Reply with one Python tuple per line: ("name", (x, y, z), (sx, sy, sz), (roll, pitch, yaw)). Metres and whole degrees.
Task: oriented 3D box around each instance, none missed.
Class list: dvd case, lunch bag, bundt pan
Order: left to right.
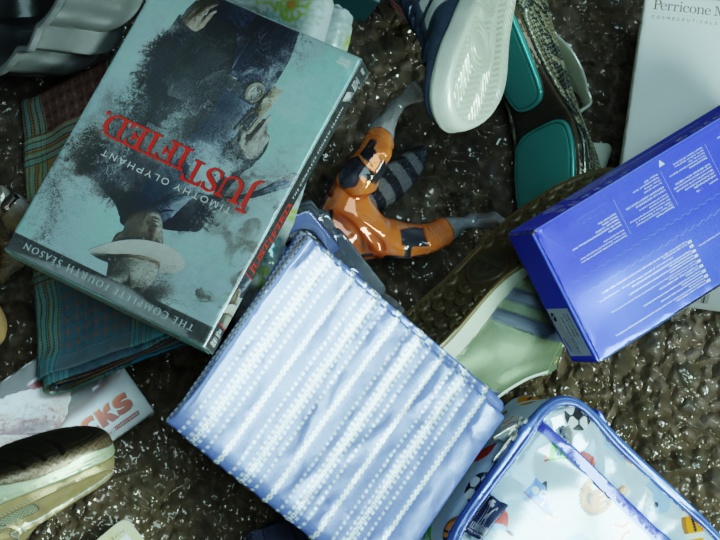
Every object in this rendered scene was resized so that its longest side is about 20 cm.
("bundt pan", (-0.187, -0.211, 1.443), (0.075, 0.201, 0.203), (14, 74, -35))
("dvd case", (-0.104, -0.067, 1.374), (0.145, 0.022, 0.201), (25, 79, 17))
("lunch bag", (0.140, 0.179, 1.490), (0.200, 0.075, 0.160), (45, 73, -16))

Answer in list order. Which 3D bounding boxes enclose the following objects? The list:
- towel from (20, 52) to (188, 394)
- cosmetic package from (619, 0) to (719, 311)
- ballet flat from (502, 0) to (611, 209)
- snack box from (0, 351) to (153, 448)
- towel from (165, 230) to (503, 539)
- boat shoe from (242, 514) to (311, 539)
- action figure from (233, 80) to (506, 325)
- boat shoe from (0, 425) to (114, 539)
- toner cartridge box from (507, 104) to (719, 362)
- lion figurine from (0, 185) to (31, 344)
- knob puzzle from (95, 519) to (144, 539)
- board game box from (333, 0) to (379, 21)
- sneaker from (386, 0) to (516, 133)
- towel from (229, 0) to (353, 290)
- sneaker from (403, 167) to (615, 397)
("towel", (-0.158, -0.036, 1.429), (0.022, 0.146, 0.201), (14, 61, -49))
("cosmetic package", (0.231, -0.080, 1.567), (0.107, 0.085, 0.201), (6, 77, 7))
("ballet flat", (0.134, -0.105, 1.574), (0.075, 0.068, 0.201), (-7, 78, -42))
("snack box", (-0.231, 0.117, 1.443), (0.200, 0.024, 0.072), (-35, 91, -19))
("towel", (-0.011, 0.088, 1.398), (0.200, 0.024, 0.145), (42, 77, -30))
("boat shoe", (-0.011, 0.240, 1.460), (0.092, 0.075, 0.201), (-16, 78, -7))
("action figure", (0.000, 0.000, 1.514), (0.193, 0.105, 0.201), (-37, 119, -13))
("boat shoe", (-0.236, 0.161, 1.393), (0.199, 0.072, 0.077), (-22, 102, -12))
("toner cartridge box", (0.200, -0.031, 1.461), (0.199, 0.043, 0.095), (-30, 100, -18))
("lion figurine", (-0.243, 0.003, 1.378), (0.072, 0.200, 0.123), (-22, 127, 10))
("knob puzzle", (-0.152, 0.287, 1.427), (0.218, 0.030, 0.221), (3, 78, -15))
("board game box", (-0.072, -0.271, 1.555), (0.199, 0.047, 0.152), (14, 76, -12))
("sneaker", (0.052, -0.166, 1.513), (0.084, 0.075, 0.201), (-5, 45, 22))
("towel", (-0.097, -0.086, 1.450), (0.048, 0.171, 0.201), (30, 70, -42))
("sneaker", (0.110, 0.024, 1.502), (0.200, 0.067, 0.090), (-39, 126, -15))
